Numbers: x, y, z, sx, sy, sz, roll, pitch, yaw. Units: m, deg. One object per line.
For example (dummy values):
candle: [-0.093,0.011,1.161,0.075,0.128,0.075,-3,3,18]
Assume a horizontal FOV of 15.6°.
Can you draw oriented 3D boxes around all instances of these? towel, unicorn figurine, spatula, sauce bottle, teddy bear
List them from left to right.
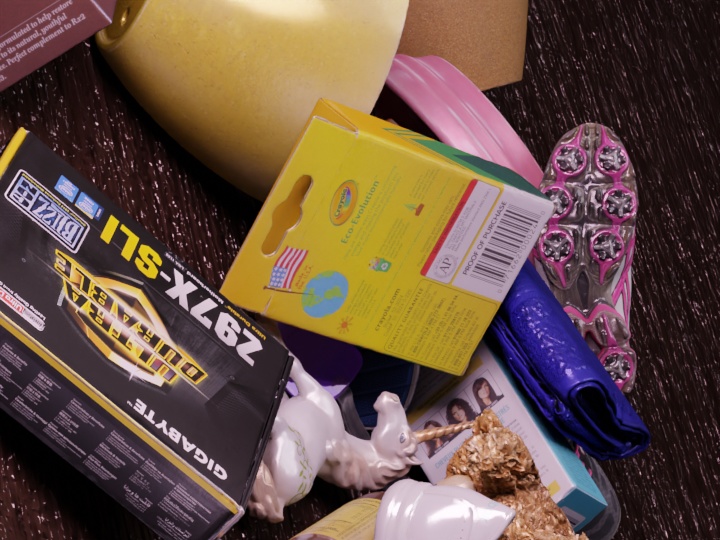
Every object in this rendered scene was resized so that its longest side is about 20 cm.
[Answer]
unicorn figurine: [-0.035,0.090,1.559,0.138,0.074,0.200,58,40,-7]
spatula: [0.002,0.104,1.658,0.057,0.021,0.200,-46,119,-24]
sauce bottle: [0.004,0.168,1.549,0.065,0.065,0.200,63,23,4]
towel: [0.103,0.031,1.698,0.200,0.049,0.148,57,6,29]
teddy bear: [0.093,0.163,1.528,0.200,0.067,0.145,57,-8,40]

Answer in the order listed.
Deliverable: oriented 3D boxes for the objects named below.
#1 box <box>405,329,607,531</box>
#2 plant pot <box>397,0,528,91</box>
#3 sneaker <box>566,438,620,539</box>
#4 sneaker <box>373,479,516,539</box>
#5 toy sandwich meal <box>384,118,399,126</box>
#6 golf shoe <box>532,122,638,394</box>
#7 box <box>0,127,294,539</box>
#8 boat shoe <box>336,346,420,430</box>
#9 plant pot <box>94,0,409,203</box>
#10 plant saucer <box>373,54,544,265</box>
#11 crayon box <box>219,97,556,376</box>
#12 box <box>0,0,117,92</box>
box: [0.072,0.095,1.692,0.049,0.082,0.200,32,23,-53]
plant pot: [0.055,-0.229,1.986,0.186,0.185,0.201,-23,98,-67]
sneaker: [0.121,0.127,1.784,0.200,0.074,0.087,52,-12,-27]
sneaker: [0.051,0.221,1.474,0.075,0.088,0.201,-28,121,-66]
toy sandwich meal: [0.001,-0.064,1.793,0.205,0.070,0.206,47,27,-33]
golf shoe: [0.153,0.000,1.819,0.092,0.072,0.201,40,51,-88]
box: [-0.133,0.035,1.369,0.200,0.049,0.160,41,25,-12]
boat shoe: [0.000,0.000,1.686,0.072,0.072,0.201,-93,177,-83]
plant pot: [-0.079,-0.157,1.613,0.141,0.200,0.201,21,41,-24]
plant saucer: [0.079,-0.080,1.886,0.201,0.051,0.201,50,-7,9]
crayon box: [0.008,-0.022,1.565,0.199,0.127,0.051,19,16,-40]
box: [-0.185,-0.193,1.503,0.075,0.100,0.200,50,26,-25]
